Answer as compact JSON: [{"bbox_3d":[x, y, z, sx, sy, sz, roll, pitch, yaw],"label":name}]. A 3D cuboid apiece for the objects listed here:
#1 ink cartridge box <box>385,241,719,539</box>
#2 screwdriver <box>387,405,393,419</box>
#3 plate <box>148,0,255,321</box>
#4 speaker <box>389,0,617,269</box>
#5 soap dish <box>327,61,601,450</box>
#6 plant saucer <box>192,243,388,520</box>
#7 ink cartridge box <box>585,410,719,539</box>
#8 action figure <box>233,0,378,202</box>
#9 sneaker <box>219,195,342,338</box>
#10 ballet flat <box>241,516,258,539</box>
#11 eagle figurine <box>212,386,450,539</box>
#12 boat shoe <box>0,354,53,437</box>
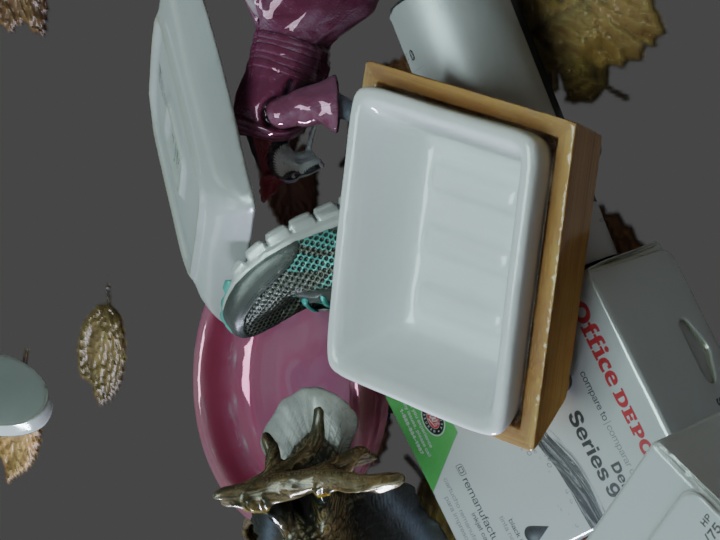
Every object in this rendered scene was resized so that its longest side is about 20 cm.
[{"bbox_3d":[0.131,0.091,1.445,0.200,0.084,0.146,-35,78,42],"label":"ink cartridge box"},{"bbox_3d":[0.007,0.120,1.616,0.029,0.028,0.200,26,130,2],"label":"screwdriver"},{"bbox_3d":[-0.113,-0.085,1.560,0.200,0.032,0.201,104,153,-65],"label":"plate"},{"bbox_3d":[0.089,-0.085,1.438,0.081,0.081,0.201,-26,84,44],"label":"speaker"},{"bbox_3d":[0.063,-0.013,1.368,0.157,0.081,0.201,20,112,37],"label":"soap dish"},{"bbox_3d":[-0.044,0.081,1.605,0.200,0.051,0.201,4,94,52],"label":"plant saucer"},{"bbox_3d":[0.235,0.167,1.290,0.146,0.200,0.147,46,129,23],"label":"ink cartridge box"},{"bbox_3d":[-0.046,-0.143,1.495,0.134,0.149,0.201,5,78,58],"label":"action figure"},{"bbox_3d":[0.000,0.000,1.491,0.200,0.078,0.091,-31,67,14],"label":"sneaker"},{"bbox_3d":[-0.007,0.226,1.619,0.200,0.067,0.068,33,129,29],"label":"ballet flat"},{"bbox_3d":[-0.019,0.194,1.497,0.152,0.151,0.200,34,159,45],"label":"eagle figurine"},{"bbox_3d":[-0.329,0.109,1.896,0.199,0.071,0.064,10,141,32],"label":"boat shoe"}]
